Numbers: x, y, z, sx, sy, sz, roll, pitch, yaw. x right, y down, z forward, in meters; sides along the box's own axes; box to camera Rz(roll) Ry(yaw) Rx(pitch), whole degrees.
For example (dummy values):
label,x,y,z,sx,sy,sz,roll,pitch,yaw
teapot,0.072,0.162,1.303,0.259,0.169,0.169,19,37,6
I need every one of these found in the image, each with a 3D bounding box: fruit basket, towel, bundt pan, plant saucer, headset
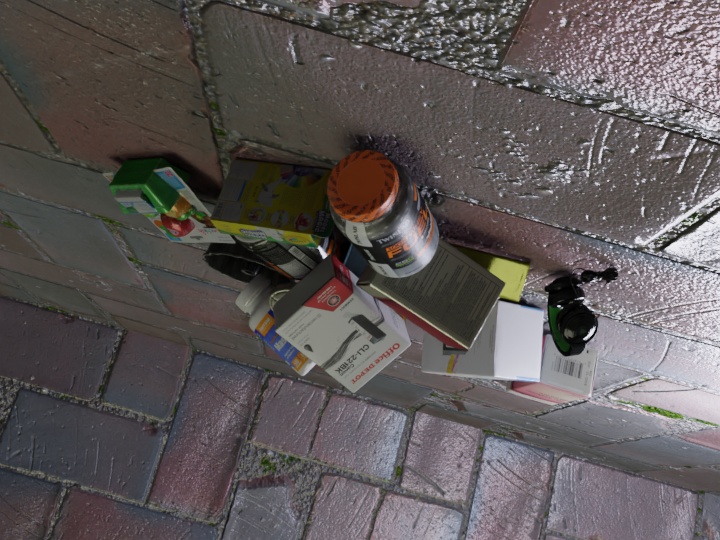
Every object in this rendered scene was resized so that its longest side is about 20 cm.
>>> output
label,x,y,z,sx,sy,sz,roll,pitch,yaw
fruit basket,-0.344,-0.107,1.386,0.184,0.094,0.201,3,140,36
towel,0.188,-0.004,1.346,0.198,0.018,0.087,14,129,5
bundt pan,-0.220,-0.029,1.597,0.199,0.077,0.202,14,163,4
plant saucer,0.000,0.000,1.358,0.069,0.202,0.019,18,-158,-9
headset,0.370,0.061,1.318,0.093,0.125,0.201,-8,145,-5

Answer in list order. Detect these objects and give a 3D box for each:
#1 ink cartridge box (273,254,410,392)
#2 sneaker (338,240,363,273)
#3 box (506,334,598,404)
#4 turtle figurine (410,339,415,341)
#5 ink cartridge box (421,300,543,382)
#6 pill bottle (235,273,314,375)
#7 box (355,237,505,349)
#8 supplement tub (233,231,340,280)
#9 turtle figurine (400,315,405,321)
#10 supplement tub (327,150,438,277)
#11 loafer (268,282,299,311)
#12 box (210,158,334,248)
label,x,y,z,sx,sy,sz,roll,pitch,yaw
ink cartridge box,-0.031,0.095,1.340,0.200,0.144,0.084,41,-164,-27
sneaker,0.052,0.002,1.446,0.197,0.085,0.121,11,155,-1
box,0.429,0.228,1.758,0.126,0.110,0.200,17,163,-6
turtle figurine,0.036,0.076,1.680,0.198,0.102,0.150,21,-158,-10
ink cartridge box,0.244,0.143,1.573,0.146,0.148,0.199,12,170,-38
pill bottle,-0.150,0.102,1.541,0.200,0.112,0.112,42,164,4
box,0.113,0.023,1.273,0.199,0.129,0.109,33,172,-10
supplement tub,-0.121,-0.060,1.329,0.121,0.124,0.200,5,161,31
turtle figurine,0.039,0.051,1.519,0.162,0.064,0.200,49,-166,6
supplement tub,0.032,-0.079,1.104,0.121,0.124,0.200,8,162,23
loafer,-0.068,0.043,1.422,0.197,0.073,0.063,1,-157,-1
box,-0.119,-0.104,1.194,0.198,0.119,0.048,9,156,21
